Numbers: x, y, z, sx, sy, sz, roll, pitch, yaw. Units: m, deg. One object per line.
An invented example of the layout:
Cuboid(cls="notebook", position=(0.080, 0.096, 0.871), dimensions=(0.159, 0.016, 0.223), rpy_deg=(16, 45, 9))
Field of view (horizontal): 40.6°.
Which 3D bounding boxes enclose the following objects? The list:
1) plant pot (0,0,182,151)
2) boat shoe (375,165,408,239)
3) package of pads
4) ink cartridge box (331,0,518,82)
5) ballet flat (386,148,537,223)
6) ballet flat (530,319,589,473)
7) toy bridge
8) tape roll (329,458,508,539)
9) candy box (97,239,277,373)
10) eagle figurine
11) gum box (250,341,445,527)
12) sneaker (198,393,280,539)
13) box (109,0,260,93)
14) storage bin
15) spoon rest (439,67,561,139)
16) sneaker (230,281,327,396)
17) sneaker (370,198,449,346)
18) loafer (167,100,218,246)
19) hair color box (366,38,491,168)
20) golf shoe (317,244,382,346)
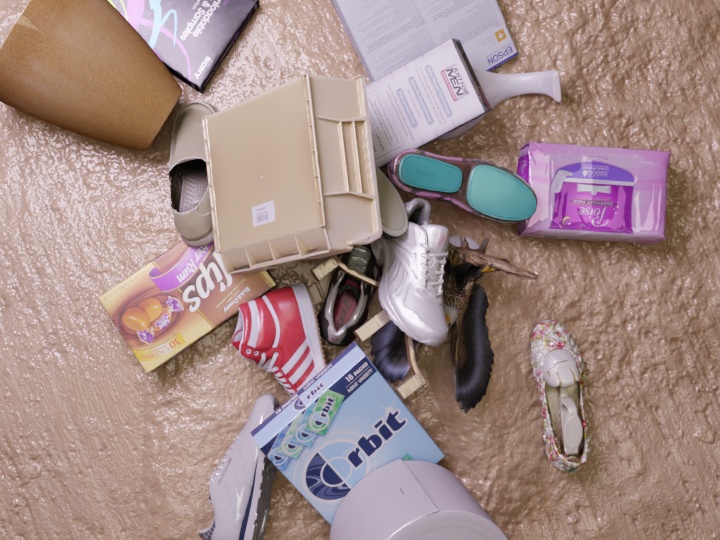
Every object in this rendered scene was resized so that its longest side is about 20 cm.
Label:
Cuboid(cls="plant pot", position=(-0.327, -0.239, 1.197), dimensions=(0.199, 0.186, 0.188), rpy_deg=(34, 86, -16))
Cuboid(cls="boat shoe", position=(-0.018, -0.103, 1.193), dimensions=(0.200, 0.074, 0.066), rpy_deg=(50, 128, 17))
Cuboid(cls="package of pads", position=(0.304, -0.100, 1.276), dimensions=(0.197, 0.076, 0.123), rpy_deg=(3, 88, -4))
Cuboid(cls="ink cartridge box", position=(0.082, -0.328, 1.275), dimensions=(0.195, 0.043, 0.202), rpy_deg=(-30, 110, -5))
Cuboid(cls="ballet flat", position=(0.125, -0.109, 1.226), dimensions=(0.197, 0.071, 0.070), rpy_deg=(13, 93, -13))
Cuboid(cls="ballet flat", position=(0.268, 0.165, 1.271), dimensions=(0.074, 0.064, 0.203), rpy_deg=(-10, 88, -4))
Cuboid(cls="toy bridge", position=(0.023, 0.062, 1.189), dimensions=(0.067, 0.027, 0.201), rpy_deg=(-36, 90, -10))
Cuboid(cls="tape roll", position=(0.073, 0.353, 1.183), dimensions=(0.200, 0.139, 0.206), rpy_deg=(-4, 106, -16))
Cuboid(cls="candy box", position=(-0.218, 0.027, 1.244), dimensions=(0.199, 0.056, 0.117), rpy_deg=(-34, 90, -3))
Cuboid(cls="eagle figurine", position=(0.111, 0.059, 1.248), dimensions=(0.151, 0.150, 0.202), rpy_deg=(39, 122, 36))
Cuboid(cls="gum box", position=(-0.012, 0.217, 1.215), dimensions=(0.169, 0.045, 0.201), rpy_deg=(-40, 119, -5))
Cuboid(cls="sneaker", position=(-0.151, 0.254, 1.237), dimensions=(0.079, 0.076, 0.203), rpy_deg=(11, 82, 14))
Cuboid(cls="box", position=(-0.250, -0.347, 1.265), dimensions=(0.199, 0.036, 0.144), rpy_deg=(33, 86, -4))
Cuboid(cls="storage bin", position=(-0.083, -0.108, 1.142), dimensions=(0.093, 0.198, 0.202), rpy_deg=(-3, 84, -46))
Cuboid(cls="spoon rest", position=(0.160, -0.229, 1.279), dimensions=(0.197, 0.061, 0.101), rpy_deg=(-8, 111, 1))
Cuboid(cls="sneaker", position=(-0.100, 0.125, 1.227), dimensions=(0.111, 0.071, 0.203), rpy_deg=(-14, 98, -15))
Cuboid(cls="sneaker", position=(0.071, -0.007, 1.164), dimensions=(0.077, 0.099, 0.202), rpy_deg=(15, 45, -39))
Cuboid(cls="loafer", position=(-0.203, -0.132, 1.219), dimensions=(0.074, 0.068, 0.203), rpy_deg=(-8, 67, 5))
Cuboid(cls="hair color box", position=(0.055, -0.201, 1.231), dimensions=(0.198, 0.061, 0.100), rpy_deg=(-25, 92, 21))
Cuboid(cls="golf shoe", position=(0.000, 0.000, 1.246), dimensions=(0.076, 0.088, 0.203), rpy_deg=(16, 86, -2))
